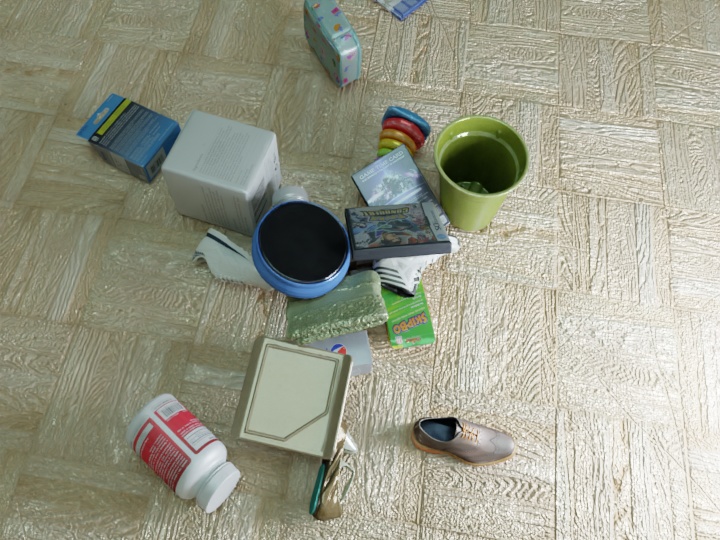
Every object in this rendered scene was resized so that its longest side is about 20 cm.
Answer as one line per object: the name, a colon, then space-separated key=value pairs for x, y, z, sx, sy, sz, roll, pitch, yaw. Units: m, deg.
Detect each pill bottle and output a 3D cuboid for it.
pill bottle: x=-0.135 y=-0.069 z=1.352 sx=0.107 sy=0.112 sz=0.206 roll=-9 pitch=62 yaw=-6
pill bottle: x=-0.309 y=0.322 z=1.142 sx=0.198 sy=0.113 sz=0.112 roll=37 pitch=67 yaw=17

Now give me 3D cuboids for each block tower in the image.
block tower: x=0.000 y=0.000 z=1.351 sx=0.052 sy=0.058 sz=0.206 roll=-10 pitch=64 yaw=-7

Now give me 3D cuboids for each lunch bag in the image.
lunch bag: x=-0.069 y=-0.565 z=1.593 sx=0.075 sy=0.161 sz=0.203 roll=-27 pitch=71 yaw=-10

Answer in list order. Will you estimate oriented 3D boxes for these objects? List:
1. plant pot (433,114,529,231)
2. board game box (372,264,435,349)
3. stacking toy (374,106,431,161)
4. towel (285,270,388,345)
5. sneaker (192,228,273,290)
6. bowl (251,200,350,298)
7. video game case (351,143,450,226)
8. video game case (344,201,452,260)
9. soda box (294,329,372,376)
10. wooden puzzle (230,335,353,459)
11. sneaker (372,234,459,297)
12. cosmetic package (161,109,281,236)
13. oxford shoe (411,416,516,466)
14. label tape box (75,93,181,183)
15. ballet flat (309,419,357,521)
plant pot: x=0.241 y=-0.189 z=1.381 sx=0.193 sy=0.186 sz=0.206 roll=0 pitch=62 yaw=-1
board game box: x=0.088 y=0.064 z=1.333 sx=0.092 sy=0.030 sz=0.205 roll=-7 pitch=60 yaw=-8
stacking toy: x=0.073 y=-0.252 z=1.470 sx=0.113 sy=0.110 sz=0.205 roll=23 pitch=75 yaw=-4
towel: x=-0.049 y=0.068 z=1.239 sx=0.193 sy=0.037 sz=0.150 roll=-12 pitch=38 yaw=-1
sneaker: x=-0.258 y=-0.004 z=1.347 sx=0.197 sy=0.077 sz=0.082 roll=31 pitch=77 yaw=20
bowl: x=-0.113 y=-0.047 z=1.255 sx=0.194 sy=0.040 sz=0.206 roll=7 pitch=59 yaw=-12
video game case: x=0.087 y=-0.153 z=1.408 sx=0.140 sy=0.019 sz=0.204 roll=-30 pitch=85 yaw=-8
video game case: x=0.071 y=-0.083 z=1.310 sx=0.193 sy=0.026 sz=0.183 roll=-4 pitch=33 yaw=-5
soda box: x=-0.076 y=0.174 z=1.251 sx=0.193 sy=0.064 sz=0.070 roll=-10 pitch=64 yaw=-7
wooden puzzle: x=-0.121 y=0.228 z=1.175 sx=0.193 sy=0.037 sz=0.191 roll=9 pitch=68 yaw=8
sneaker: x=0.119 y=-0.004 z=1.332 sx=0.194 sy=0.076 sz=0.119 roll=-8 pitch=77 yaw=-13
cosmetic package: x=-0.291 y=-0.206 z=1.392 sx=0.194 sy=0.166 sz=0.169 roll=17 pitch=62 yaw=7
oxford shoe: x=0.191 y=0.307 z=1.180 sx=0.193 sy=0.074 sz=0.073 roll=6 pitch=61 yaw=2
label tape box: x=-0.531 y=-0.308 z=1.500 sx=0.195 sy=0.067 sz=0.145 roll=24 pitch=64 yaw=14
ballet flat: x=-0.042 y=0.344 z=1.168 sx=0.070 sy=0.068 sz=0.206 roll=16 pitch=61 yaw=-15
